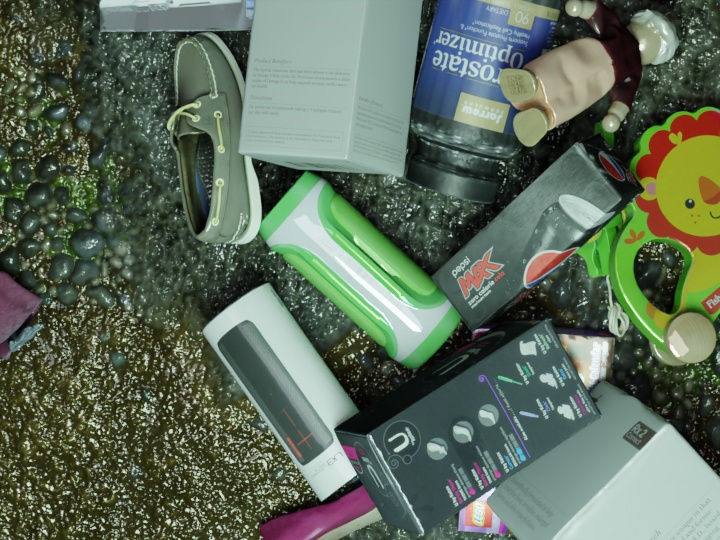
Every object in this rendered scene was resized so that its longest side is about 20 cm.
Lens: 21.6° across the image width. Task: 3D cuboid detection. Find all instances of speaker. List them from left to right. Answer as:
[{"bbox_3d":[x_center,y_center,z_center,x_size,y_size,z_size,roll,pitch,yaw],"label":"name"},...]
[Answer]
[{"bbox_3d":[-0.060,0.115,1.771,0.081,0.081,0.201,-36,85,8],"label":"speaker"},{"bbox_3d":[0.000,0.000,1.762,0.200,0.088,0.089,42,99,-3],"label":"speaker"}]

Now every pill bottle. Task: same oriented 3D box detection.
[{"bbox_3d":[0.107,-0.169,1.715,0.111,0.112,0.202,15,99,1],"label":"pill bottle"}]

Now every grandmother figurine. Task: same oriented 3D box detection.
[{"bbox_3d":[0.211,-0.187,1.686,0.199,0.060,0.122,-26,112,-35],"label":"grandmother figurine"}]

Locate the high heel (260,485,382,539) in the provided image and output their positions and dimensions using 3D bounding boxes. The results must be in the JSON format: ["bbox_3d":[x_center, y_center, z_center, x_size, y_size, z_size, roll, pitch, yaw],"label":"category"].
[{"bbox_3d":[-0.009,0.210,1.817,0.200,0.067,0.096,-47,63,-5],"label":"high heel"}]

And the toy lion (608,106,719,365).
[{"bbox_3d":[0.307,-0.041,1.735,0.200,0.069,0.192,-39,91,-8],"label":"toy lion"}]

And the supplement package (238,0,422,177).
[{"bbox_3d":[-0.024,-0.193,1.682,0.116,0.117,0.202,6,88,28],"label":"supplement package"}]

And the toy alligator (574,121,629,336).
[{"bbox_3d":[0.217,-0.038,1.762,0.054,0.059,0.202,4,103,44],"label":"toy alligator"}]

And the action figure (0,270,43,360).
[{"bbox_3d":[-0.394,0.006,1.800,0.200,0.134,0.149,49,142,8],"label":"action figure"}]

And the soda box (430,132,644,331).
[{"bbox_3d":[0.160,-0.033,1.717,0.200,0.063,0.071,-44,77,29],"label":"soda box"}]

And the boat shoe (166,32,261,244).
[{"bbox_3d":[-0.142,-0.124,1.739,0.072,0.060,0.204,-18,80,43],"label":"boat shoe"}]

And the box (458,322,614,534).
[{"bbox_3d":[0.167,0.153,1.800,0.135,0.039,0.202,4,99,3],"label":"box"}]

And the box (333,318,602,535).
[{"bbox_3d":[0.094,0.136,1.691,0.199,0.122,0.107,-32,96,-15],"label":"box"}]

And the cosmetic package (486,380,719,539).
[{"bbox_3d":[0.254,0.239,1.712,0.165,0.165,0.200,-45,107,-3],"label":"cosmetic package"}]

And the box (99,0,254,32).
[{"bbox_3d":[-0.163,-0.322,1.739,0.156,0.050,0.202,1,99,4],"label":"box"}]
